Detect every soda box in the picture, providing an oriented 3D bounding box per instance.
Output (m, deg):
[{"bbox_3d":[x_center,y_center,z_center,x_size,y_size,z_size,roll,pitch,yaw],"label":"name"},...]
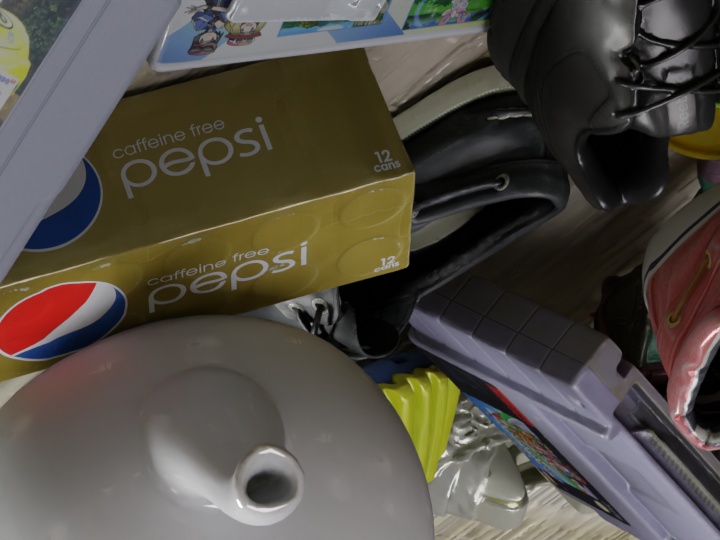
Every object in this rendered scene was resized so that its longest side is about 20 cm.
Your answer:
[{"bbox_3d":[-0.083,-0.017,0.971,0.199,0.064,0.068,-16,151,-12],"label":"soda box"}]

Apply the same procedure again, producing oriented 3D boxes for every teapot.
[{"bbox_3d":[-0.052,0.127,0.979,0.197,0.146,0.200,-43,135,16],"label":"teapot"}]

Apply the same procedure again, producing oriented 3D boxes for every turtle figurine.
[{"bbox_3d":[0.148,0.029,1.161,0.100,0.150,0.200,0,141,-3],"label":"turtle figurine"}]

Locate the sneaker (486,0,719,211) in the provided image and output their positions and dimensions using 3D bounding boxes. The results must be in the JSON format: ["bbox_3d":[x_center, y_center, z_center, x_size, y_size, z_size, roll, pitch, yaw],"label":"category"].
[{"bbox_3d":[0.096,-0.096,0.890,0.076,0.091,0.200,-14,150,-11],"label":"sneaker"}]

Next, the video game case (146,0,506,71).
[{"bbox_3d":[0.039,-0.138,0.893,0.199,0.022,0.183,-9,149,-24],"label":"video game case"}]

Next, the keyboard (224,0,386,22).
[{"bbox_3d":[0.018,-0.142,0.840,0.056,0.011,0.200,1,144,-28],"label":"keyboard"}]

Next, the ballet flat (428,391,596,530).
[{"bbox_3d":[0.083,0.085,1.268,0.199,0.072,0.072,-10,150,-20],"label":"ballet flat"}]

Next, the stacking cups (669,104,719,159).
[{"bbox_3d":[0.137,-0.109,0.949,0.060,0.061,0.200,-16,158,-10],"label":"stacking cups"}]

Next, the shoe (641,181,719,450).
[{"bbox_3d":[0.180,-0.020,0.973,0.071,0.091,0.200,32,122,-24],"label":"shoe"}]

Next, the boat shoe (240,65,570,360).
[{"bbox_3d":[0.002,0.000,1.059,0.199,0.066,0.074,-32,151,18],"label":"boat shoe"}]

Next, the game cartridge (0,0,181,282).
[{"bbox_3d":[-0.137,-0.075,0.807,0.133,0.041,0.200,-60,148,4],"label":"game cartridge"}]

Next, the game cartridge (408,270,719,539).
[{"bbox_3d":[0.100,0.071,1.146,0.038,0.129,0.200,-56,132,-13],"label":"game cartridge"}]

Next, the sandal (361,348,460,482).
[{"bbox_3d":[-0.036,0.074,1.157,0.200,0.087,0.080,-21,133,-44],"label":"sandal"}]
